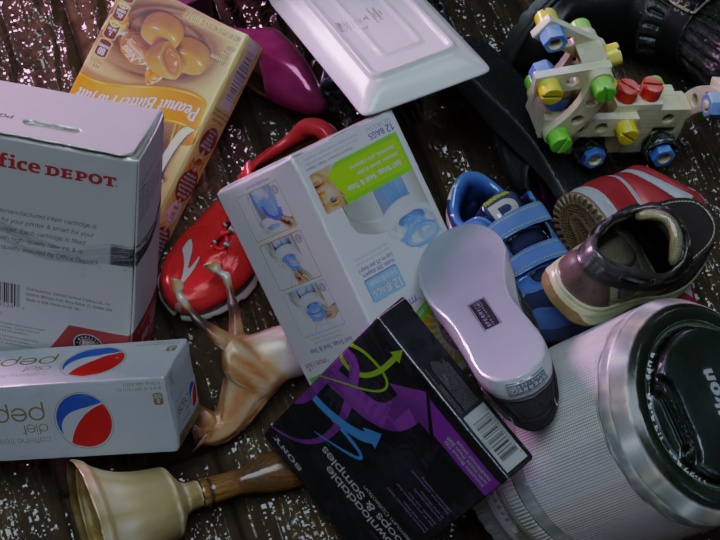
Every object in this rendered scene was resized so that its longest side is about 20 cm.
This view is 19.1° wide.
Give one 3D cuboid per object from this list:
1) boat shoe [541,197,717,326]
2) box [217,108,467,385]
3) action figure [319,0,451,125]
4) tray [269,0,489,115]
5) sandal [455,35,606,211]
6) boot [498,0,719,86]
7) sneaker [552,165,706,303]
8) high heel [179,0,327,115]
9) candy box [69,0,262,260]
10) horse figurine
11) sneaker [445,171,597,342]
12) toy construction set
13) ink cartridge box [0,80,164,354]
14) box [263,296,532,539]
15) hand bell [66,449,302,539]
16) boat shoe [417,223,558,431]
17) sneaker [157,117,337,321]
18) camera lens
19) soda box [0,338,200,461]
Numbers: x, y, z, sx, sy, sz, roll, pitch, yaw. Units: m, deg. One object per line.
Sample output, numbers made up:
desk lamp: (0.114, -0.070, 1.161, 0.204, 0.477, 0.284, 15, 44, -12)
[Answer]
boat shoe: (0.211, -0.014, 1.553, 0.073, 0.065, 0.200, 52, 41, 8)
box: (0.000, 0.000, 1.593, 0.112, 0.101, 0.201, -28, 95, -39)
action figure: (0.022, -0.190, 1.743, 0.118, 0.103, 0.200, -1, 36, 14)
tray: (0.010, -0.190, 1.650, 0.107, 0.022, 0.200, -22, 40, -13)
sandal: (0.135, -0.100, 1.715, 0.201, 0.048, 0.075, 51, 38, 4)
boot: (0.233, -0.187, 1.744, 0.211, 0.080, 0.158, -36, 69, -14)
sneaker: (0.239, 0.010, 1.657, 0.112, 0.071, 0.201, -29, 90, -42)
high heel: (-0.120, -0.170, 1.748, 0.096, 0.068, 0.200, -37, 64, -25)
candy box: (-0.175, -0.117, 1.704, 0.115, 0.055, 0.201, 26, 89, 14)
horse figurine: (-0.060, 0.043, 1.649, 0.199, 0.050, 0.133, -22, 93, -23)
sneaker: (0.120, -0.010, 1.618, 0.074, 0.083, 0.200, -21, 32, -21)
toy construction set: (0.213, -0.136, 1.658, 0.199, 0.131, 0.092, 9, 48, -10)
ink cartridge box: (-0.228, -0.031, 1.615, 0.146, 0.201, 0.083, 11, 33, 7)
box: (0.022, 0.125, 1.528, 0.036, 0.200, 0.143, -35, 82, -37)
hand bell: (-0.109, 0.165, 1.600, 0.199, 0.104, 0.105, -15, 65, -18)
boat shoe: (0.095, 0.042, 1.503, 0.070, 0.066, 0.200, -26, 35, -3)
sneaker: (-0.090, -0.048, 1.686, 0.077, 0.085, 0.200, 36, 71, 17)
camera lens: (0.186, 0.119, 1.513, 0.159, 0.200, 0.161, 15, 63, -32)
soda box: (-0.225, 0.099, 1.599, 0.199, 0.064, 0.068, -5, 22, 14)
